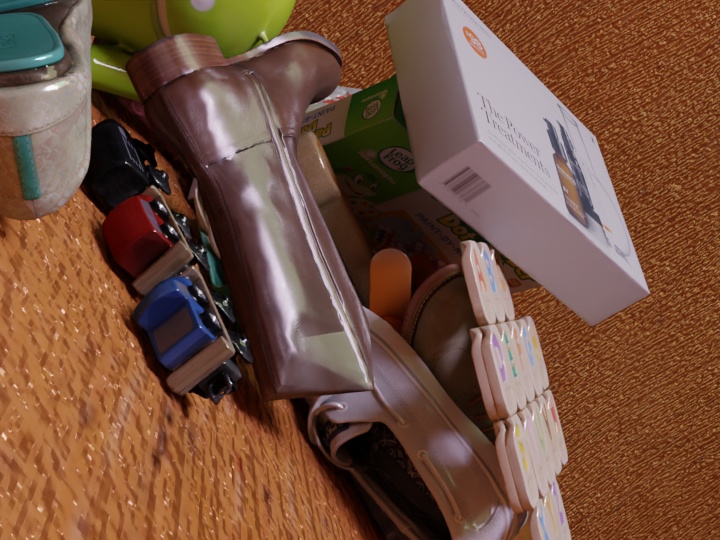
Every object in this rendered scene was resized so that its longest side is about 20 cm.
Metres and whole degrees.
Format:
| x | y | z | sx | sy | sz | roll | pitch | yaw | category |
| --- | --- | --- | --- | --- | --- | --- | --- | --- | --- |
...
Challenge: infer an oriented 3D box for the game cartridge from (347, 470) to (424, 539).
| x | y | z | sx | sy | sz | roll | pitch | yaw | category |
| --- | --- | --- | --- | --- | --- | --- | --- | --- | --- |
| 0.015 | 0.124 | 0.839 | 0.200 | 0.041 | 0.133 | 57 | -1 | 37 | game cartridge |

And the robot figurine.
| x | y | z | sx | sy | sz | roll | pitch | yaw | category |
| --- | --- | --- | --- | --- | --- | --- | --- | --- | --- |
| -0.125 | -0.194 | 0.775 | 0.199 | 0.176 | 0.116 | 20 | 8 | 22 | robot figurine |

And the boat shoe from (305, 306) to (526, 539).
| x | y | z | sx | sy | sz | roll | pitch | yaw | category |
| --- | --- | --- | --- | --- | --- | --- | --- | --- | --- |
| 0.007 | 0.091 | 0.725 | 0.068 | 0.072 | 0.200 | -17 | 58 | -44 | boat shoe |

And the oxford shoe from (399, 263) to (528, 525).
| x | y | z | sx | sy | sz | roll | pitch | yaw | category |
| --- | --- | --- | --- | --- | --- | --- | --- | --- | --- |
| 0.077 | 0.082 | 0.773 | 0.074 | 0.071 | 0.201 | 38 | -26 | 43 | oxford shoe |

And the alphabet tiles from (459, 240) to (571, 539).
| x | y | z | sx | sy | sz | roll | pitch | yaw | category |
| --- | --- | --- | --- | --- | --- | --- | --- | --- | --- |
| 0.096 | 0.078 | 0.730 | 0.200 | 0.015 | 0.197 | 2 | 73 | -75 | alphabet tiles |

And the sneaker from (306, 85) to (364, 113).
| x | y | z | sx | sy | sz | roll | pitch | yaw | category |
| --- | --- | --- | --- | --- | --- | --- | --- | --- | --- |
| -0.031 | -0.100 | 0.964 | 0.077 | 0.082 | 0.200 | 12 | 12 | 16 | sneaker |

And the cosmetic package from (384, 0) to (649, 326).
| x | y | z | sx | sy | sz | roll | pitch | yaw | category |
| --- | --- | --- | --- | --- | --- | --- | --- | --- | --- |
| 0.102 | -0.074 | 0.807 | 0.200 | 0.052 | 0.151 | 35 | 32 | -40 | cosmetic package |

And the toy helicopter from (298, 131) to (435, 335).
| x | y | z | sx | sy | sz | roll | pitch | yaw | category |
| --- | --- | --- | --- | --- | --- | --- | --- | --- | --- |
| 0.000 | 0.000 | 0.802 | 0.133 | 0.079 | 0.200 | -104 | 168 | -53 | toy helicopter |

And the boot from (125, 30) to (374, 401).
| x | y | z | sx | sy | sz | roll | pitch | yaw | category |
| --- | --- | --- | --- | --- | --- | --- | --- | --- | --- |
| -0.030 | -0.028 | 0.677 | 0.186 | 0.064 | 0.201 | -17 | 79 | -57 | boot |

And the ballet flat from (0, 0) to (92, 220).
| x | y | z | sx | sy | sz | roll | pitch | yaw | category |
| --- | --- | --- | --- | --- | --- | --- | --- | --- | --- |
| -0.136 | -0.076 | 0.487 | 0.200 | 0.067 | 0.063 | -113 | -164 | -62 | ballet flat |

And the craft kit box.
| x | y | z | sx | sy | sz | roll | pitch | yaw | category |
| --- | --- | --- | --- | --- | --- | --- | --- | --- | --- |
| 0.014 | -0.037 | 0.893 | 0.200 | 0.197 | 0.049 | 39 | 47 | -34 | craft kit box |

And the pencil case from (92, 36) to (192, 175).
| x | y | z | sx | sy | sz | roll | pitch | yaw | category |
| --- | --- | --- | --- | --- | --- | --- | --- | --- | --- |
| -0.122 | -0.122 | 0.921 | 0.088 | 0.087 | 0.200 | 56 | 1 | 22 | pencil case |

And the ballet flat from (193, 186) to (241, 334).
| x | y | z | sx | sy | sz | roll | pitch | yaw | category |
| --- | --- | --- | --- | --- | --- | --- | --- | --- | --- |
| -0.070 | -0.025 | 0.766 | 0.071 | 0.067 | 0.200 | 62 | 0 | -31 | ballet flat |

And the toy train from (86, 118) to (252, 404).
| x | y | z | sx | sy | sz | roll | pitch | yaw | category |
| --- | --- | --- | --- | --- | --- | --- | --- | --- | --- |
| -0.093 | -0.012 | 0.558 | 0.046 | 0.034 | 0.200 | 49 | 6 | -42 | toy train |
